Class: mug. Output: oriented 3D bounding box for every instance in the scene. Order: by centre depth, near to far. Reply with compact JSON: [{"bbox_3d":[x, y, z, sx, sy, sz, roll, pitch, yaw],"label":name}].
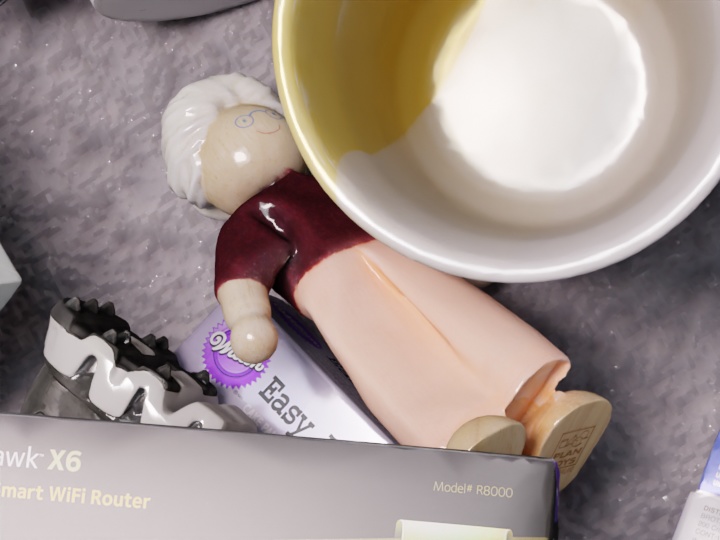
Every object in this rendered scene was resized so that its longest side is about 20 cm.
[{"bbox_3d":[0.046,-0.084,0.851,0.149,0.153,0.187,-32,84,5],"label":"mug"}]

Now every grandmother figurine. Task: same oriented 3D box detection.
[{"bbox_3d":[0.000,0.000,0.889,0.200,0.121,0.061,45,121,31],"label":"grandmother figurine"}]

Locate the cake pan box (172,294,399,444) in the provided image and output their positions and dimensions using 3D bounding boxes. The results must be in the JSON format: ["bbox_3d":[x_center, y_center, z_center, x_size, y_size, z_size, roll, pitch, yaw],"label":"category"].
[{"bbox_3d":[-0.038,0.132,0.905,0.184,0.052,0.200,-44,71,3],"label":"cake pan box"}]

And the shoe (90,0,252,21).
[{"bbox_3d":[-0.018,-0.167,0.943,0.200,0.071,0.091,-23,73,6],"label":"shoe"}]

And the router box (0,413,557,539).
[{"bbox_3d":[-0.046,0.128,0.766,0.200,0.052,0.157,4,79,6],"label":"router box"}]

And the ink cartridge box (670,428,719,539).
[{"bbox_3d":[0.141,0.155,0.842,0.119,0.042,0.200,18,78,19],"label":"ink cartridge box"}]

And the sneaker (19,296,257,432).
[{"bbox_3d":[-0.042,0.095,0.856,0.200,0.066,0.091,34,97,21],"label":"sneaker"}]

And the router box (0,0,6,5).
[{"bbox_3d":[-0.119,-0.189,0.880,0.200,0.149,0.051,-28,30,40],"label":"router box"}]

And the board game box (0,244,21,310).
[{"bbox_3d":[-0.219,0.004,0.921,0.200,0.064,0.148,-47,68,41],"label":"board game box"}]
